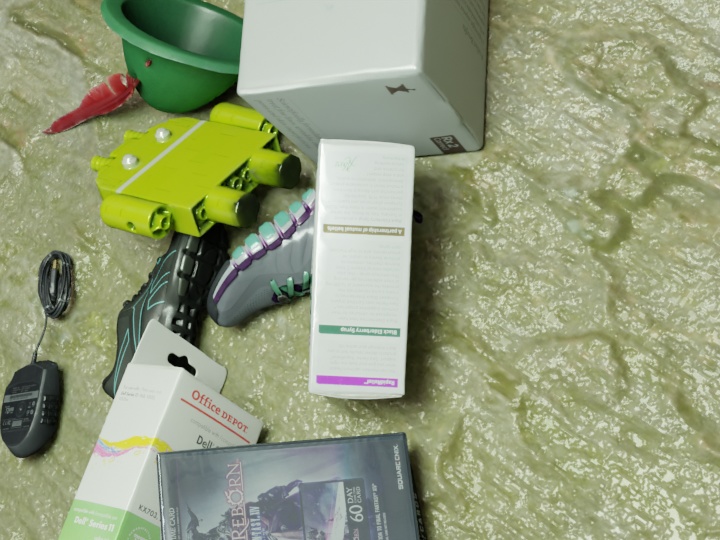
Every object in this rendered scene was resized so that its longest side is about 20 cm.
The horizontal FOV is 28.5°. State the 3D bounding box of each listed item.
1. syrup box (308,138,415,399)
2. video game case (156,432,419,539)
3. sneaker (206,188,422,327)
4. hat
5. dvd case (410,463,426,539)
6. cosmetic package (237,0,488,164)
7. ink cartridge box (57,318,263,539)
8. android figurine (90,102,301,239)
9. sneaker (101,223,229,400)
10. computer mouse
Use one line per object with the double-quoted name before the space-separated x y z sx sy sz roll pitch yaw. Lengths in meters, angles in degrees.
"syrup box" 0.000 0.000 1.144 0.081 0.079 0.202 3 89 -1
"video game case" -0.053 0.203 1.091 0.198 0.019 0.144 -3 70 -12
"sneaker" -0.042 -0.008 1.208 0.200 0.074 0.088 -44 67 5
"hat" -0.183 -0.152 1.320 0.200 0.164 0.177 57 133 52
"dvd case" -0.037 0.252 1.151 0.198 0.025 0.152 -19 67 17
"cosmetic package" 0.009 -0.216 1.196 0.163 0.165 0.202 -3 72 23
"ink cartridge box" -0.153 0.153 1.162 0.067 0.117 0.202 3 65 38
"android figurine" -0.154 -0.089 1.258 0.199 0.041 0.182 17 46 36
"sneaker" -0.176 0.028 1.254 0.079 0.075 0.202 9 77 28
"computer mouse" -0.293 0.077 1.320 0.058 0.034 0.202 -8 65 39
